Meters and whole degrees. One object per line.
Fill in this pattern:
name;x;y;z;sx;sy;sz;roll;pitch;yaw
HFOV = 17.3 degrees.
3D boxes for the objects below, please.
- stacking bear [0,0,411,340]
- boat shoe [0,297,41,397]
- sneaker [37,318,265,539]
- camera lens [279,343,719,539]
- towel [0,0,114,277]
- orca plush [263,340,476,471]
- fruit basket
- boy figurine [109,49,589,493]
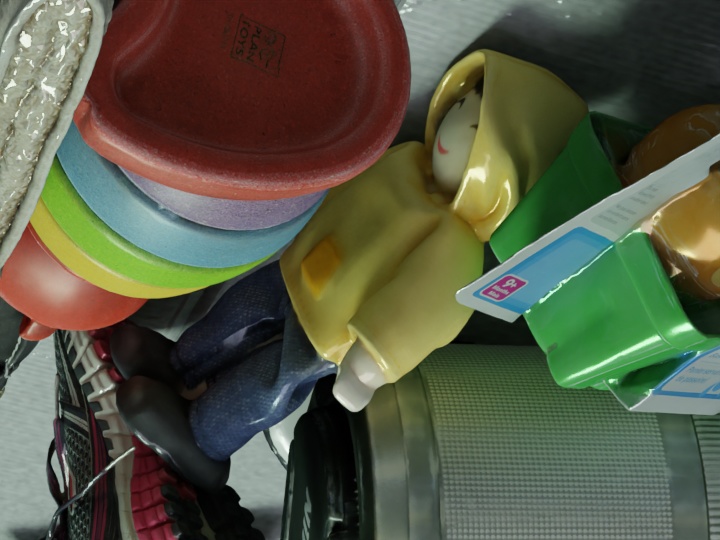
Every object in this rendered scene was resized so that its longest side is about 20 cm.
stacking bear;-0.076;-0.040;0.821;0.113;0.122;0.200;23;149;-20
boat shoe;-0.181;0.048;0.978;0.070;0.067;0.200;22;140;-27
sneaker;-0.094;0.083;0.917;0.075;0.201;0.080;-41;127;16
camera lens;0.074;0.110;0.926;0.198;0.161;0.160;2;145;-12
towel;-0.116;-0.072;0.743;0.034;0.133;0.200;9;142;-19
orca plush;0.049;0.077;1.035;0.198;0.071;0.106;2;101;-12
fruit basket;0.154;-0.024;0.806;0.199;0.094;0.185;-27;162;27
boy figurine;0.000;0.000;0.861;0.200;0.125;0.064;-39;122;20
